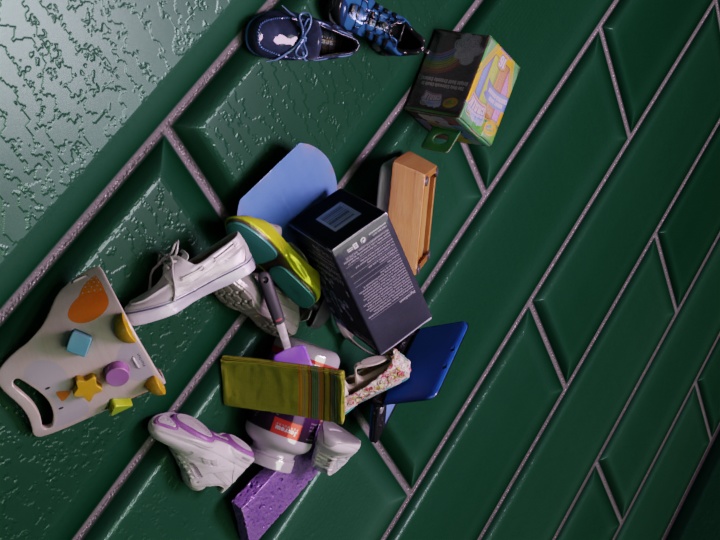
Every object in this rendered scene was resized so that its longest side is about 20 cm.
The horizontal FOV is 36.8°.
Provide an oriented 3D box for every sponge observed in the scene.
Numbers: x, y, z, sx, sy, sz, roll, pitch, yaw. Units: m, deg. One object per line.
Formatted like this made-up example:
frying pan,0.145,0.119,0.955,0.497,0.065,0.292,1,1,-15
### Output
sponge,-0.133,0.348,1.780,0.200,0.030,0.112,-45,146,-32

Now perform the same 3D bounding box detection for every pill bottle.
pill bottle,-0.112,0.210,1.705,0.112,0.112,0.202,24,84,-52

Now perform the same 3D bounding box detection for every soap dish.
soap dish,0.076,-0.090,1.814,0.157,0.080,0.203,-43,139,-73

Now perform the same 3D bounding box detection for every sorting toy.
sorting toy,-0.361,0.132,1.389,0.179,0.107,0.201,-29,129,-9

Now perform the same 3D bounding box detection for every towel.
towel,-0.118,0.179,1.626,0.018,0.197,0.087,-46,139,-64

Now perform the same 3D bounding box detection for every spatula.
spatula,-0.117,0.089,1.612,0.056,0.021,0.202,-20,118,-9

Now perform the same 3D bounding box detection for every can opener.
can opener,-0.057,-0.007,1.740,0.066,0.053,0.202,25,82,-37

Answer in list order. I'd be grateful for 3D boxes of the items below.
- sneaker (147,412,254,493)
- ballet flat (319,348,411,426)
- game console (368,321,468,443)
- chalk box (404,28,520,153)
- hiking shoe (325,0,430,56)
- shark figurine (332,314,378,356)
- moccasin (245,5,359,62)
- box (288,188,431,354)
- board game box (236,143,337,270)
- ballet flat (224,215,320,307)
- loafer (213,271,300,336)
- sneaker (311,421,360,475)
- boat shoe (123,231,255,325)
sneaker,-0.244,0.277,1.597,0.199,0.075,0.100,35,93,-43
ballet flat,-0.009,0.189,1.823,0.198,0.076,0.064,-29,121,-5
game console,0.103,0.197,1.900,0.201,0.117,0.172,-58,158,-45
chalk box,0.170,-0.294,1.868,0.123,0.123,0.202,29,81,-51
hiking shoe,0.028,-0.390,1.685,0.199,0.086,0.075,14,92,-52
shark figurine,-0.012,0.041,1.794,0.127,0.089,0.218,-9,108,-48
moccasin,-0.080,-0.346,1.582,0.199,0.068,0.082,-15,115,-46
box,0.000,0.000,1.643,0.107,0.148,0.201,-35,121,-15
board game box,-0.120,-0.098,1.649,0.200,0.039,0.159,-46,136,-21
ballet flat,-0.125,-0.027,1.595,0.200,0.066,0.068,47,44,-31
loafer,-0.160,0.031,1.628,0.200,0.069,0.071,44,49,-47
sneaker,-0.044,0.293,1.748,0.081,0.070,0.200,-55,169,-7
boat shoe,-0.244,-0.001,1.483,0.200,0.074,0.087,-26,110,-18
